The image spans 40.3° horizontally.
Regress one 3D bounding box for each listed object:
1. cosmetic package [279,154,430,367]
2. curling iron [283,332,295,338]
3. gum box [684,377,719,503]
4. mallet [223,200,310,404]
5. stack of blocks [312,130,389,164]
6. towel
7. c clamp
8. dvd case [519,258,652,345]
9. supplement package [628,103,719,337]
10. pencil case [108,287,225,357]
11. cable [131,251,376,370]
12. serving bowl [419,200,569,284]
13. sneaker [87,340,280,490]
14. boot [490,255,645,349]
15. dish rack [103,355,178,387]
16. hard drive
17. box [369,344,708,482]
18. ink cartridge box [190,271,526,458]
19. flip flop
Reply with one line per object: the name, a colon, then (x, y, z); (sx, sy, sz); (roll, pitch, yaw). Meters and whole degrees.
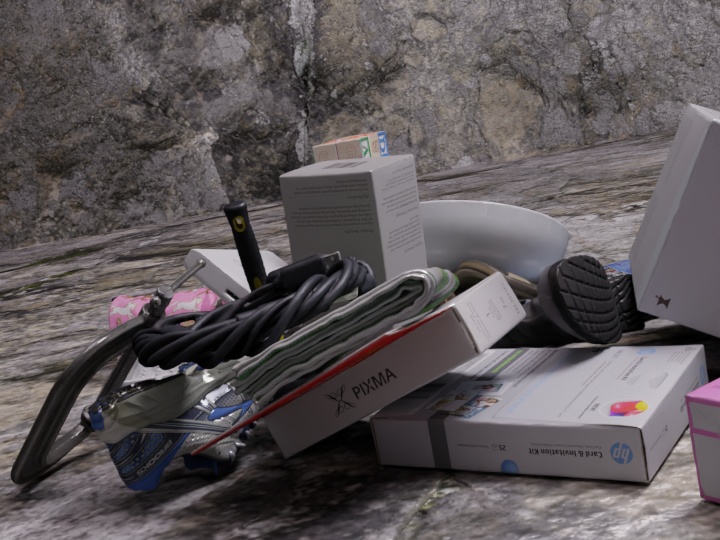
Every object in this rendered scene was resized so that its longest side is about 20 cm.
cosmetic package: (0.000, 0.000, 0.916); (0.107, 0.201, 0.085); (1, 17, 32)
curling iron: (-0.042, 0.061, 0.976); (0.025, 0.050, 0.200); (8, 7, 31)
gum box: (0.281, 0.089, 0.512); (0.113, 0.066, 0.200); (-18, 12, -30)
mallet: (-0.090, 0.037, 0.846); (0.066, 0.201, 0.041); (-20, 25, 4)
stack of blocks: (0.001, -0.048, 1.102); (0.058, 0.201, 0.115); (-6, 11, 21)
towel: (0.002, 0.044, 0.701); (0.149, 0.031, 0.200); (-29, -7, 10)
c clamp: (-0.210, 0.092, 0.812); (0.200, 0.027, 0.171); (-54, -6, 25)
dvd case: (0.247, 0.027, 1.001); (0.199, 0.018, 0.143); (-14, 16, -16)
supplement package: (0.316, -0.035, 0.790); (0.150, 0.152, 0.200); (20, 16, 9)
pencil case: (-0.200, 0.056, 1.176); (0.199, 0.087, 0.083); (-8, -28, 12)
cable: (-0.087, 0.042, 0.743); (0.199, 0.051, 0.163); (-19, 10, 15)
serving bowl: (0.122, -0.014, 1.056); (0.199, 0.066, 0.200); (5, -13, 1)
sneaker: (-0.117, 0.113, 0.769); (0.200, 0.086, 0.077); (-19, 4, -43)
boot: (0.150, 0.041, 0.815); (0.131, 0.070, 0.200); (-14, -16, 28)
dish rack: (-0.162, 0.102, 0.983); (0.171, 0.044, 0.200); (-13, 10, -6)
hard drive: (-0.095, 0.023, 1.061); (0.132, 0.027, 0.200); (37, 11, 13)
box: (0.131, 0.097, 0.708); (0.199, 0.041, 0.156); (-6, 12, 34)
ink cartridge box: (0.002, 0.081, 0.705); (0.200, 0.045, 0.176); (-34, -5, 33)
flip flop: (0.108, 0.032, 0.986); (0.081, 0.058, 0.200); (22, -17, -26)
